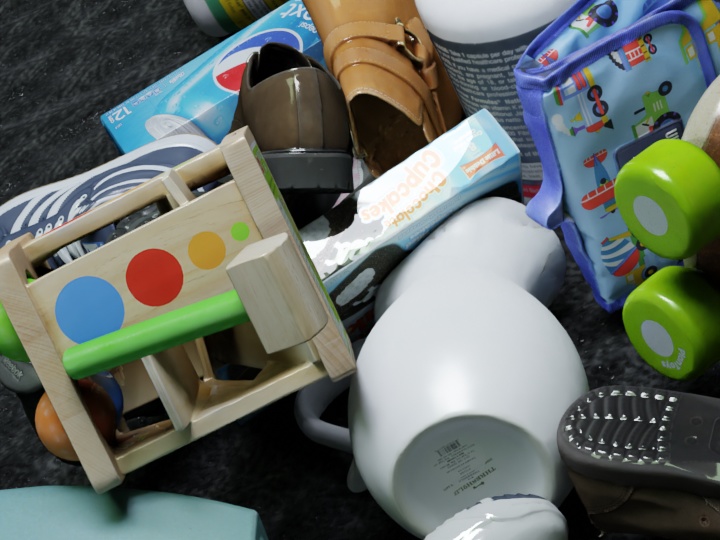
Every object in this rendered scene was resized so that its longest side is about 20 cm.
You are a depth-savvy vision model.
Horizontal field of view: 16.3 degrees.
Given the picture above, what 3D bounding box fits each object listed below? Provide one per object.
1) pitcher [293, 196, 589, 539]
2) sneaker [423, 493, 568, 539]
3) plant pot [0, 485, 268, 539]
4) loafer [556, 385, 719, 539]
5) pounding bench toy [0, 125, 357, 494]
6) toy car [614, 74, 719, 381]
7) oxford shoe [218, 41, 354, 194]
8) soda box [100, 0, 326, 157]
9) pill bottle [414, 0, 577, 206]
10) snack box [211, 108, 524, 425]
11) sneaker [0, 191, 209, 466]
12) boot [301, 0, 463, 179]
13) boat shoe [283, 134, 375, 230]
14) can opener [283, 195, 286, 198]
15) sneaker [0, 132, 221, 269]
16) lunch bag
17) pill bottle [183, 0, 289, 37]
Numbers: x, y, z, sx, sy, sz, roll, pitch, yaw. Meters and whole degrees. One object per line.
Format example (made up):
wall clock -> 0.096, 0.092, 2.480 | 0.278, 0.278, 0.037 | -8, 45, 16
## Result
pitcher -> 0.035, 0.067, 1.291 | 0.171, 0.121, 0.200 | -36, 22, 18
sneaker -> 0.052, 0.199, 1.138 | 0.199, 0.080, 0.129 | -41, 40, -18
plant pot -> -0.135, 0.193, 1.219 | 0.199, 0.142, 0.142 | -10, 39, 10
loafer -> 0.191, 0.104, 1.176 | 0.199, 0.071, 0.073 | 12, 43, 20
pounding bench toy -> -0.098, 0.024, 1.205 | 0.155, 0.125, 0.200 | -26, 6, 0
toy car -> 0.251, -0.008, 1.215 | 0.164, 0.158, 0.200 | -36, 47, -28
oxford shoe -> -0.039, -0.083, 1.399 | 0.072, 0.085, 0.200 | -2, 0, -13
soda box -> -0.059, -0.111, 1.590 | 0.199, 0.068, 0.064 | -32, 36, -6
pill bottle -> 0.097, -0.143, 1.417 | 0.119, 0.200, 0.120 | -17, 38, 14
snack box -> 0.000, 0.000, 1.380 | 0.199, 0.116, 0.037 | -34, 70, -7
sneaker -> -0.117, 0.029, 1.398 | 0.076, 0.091, 0.200 | 21, 50, 42
boot -> -0.005, -0.142, 1.432 | 0.074, 0.200, 0.155 | -33, 30, 26
boat shoe -> 0.003, -0.065, 1.504 | 0.067, 0.057, 0.200 | -1, 44, 32
can opener -> -0.075, -0.020, 1.503 | 0.066, 0.053, 0.200 | 5, 47, 38
sneaker -> -0.174, -0.010, 1.505 | 0.199, 0.070, 0.109 | -28, 18, 16
lunch bag -> 0.161, -0.086, 1.335 | 0.200, 0.151, 0.094 | -36, 37, -21
pill bottle -> -0.031, -0.243, 1.693 | 0.199, 0.113, 0.113 | -21, 37, 10
